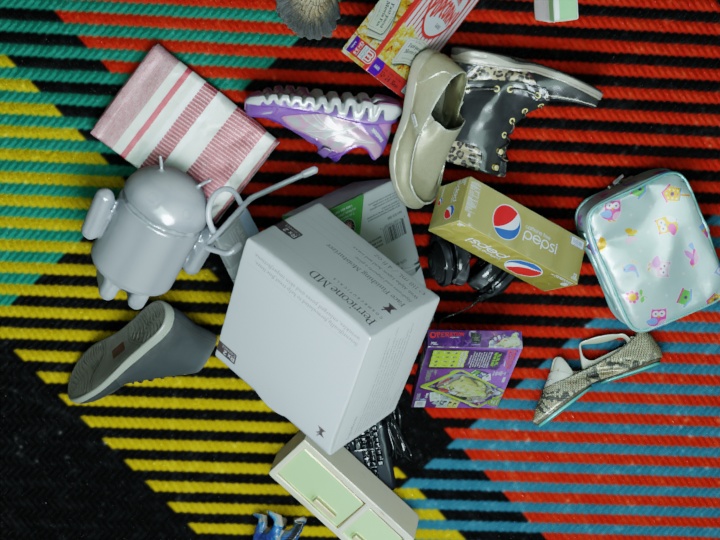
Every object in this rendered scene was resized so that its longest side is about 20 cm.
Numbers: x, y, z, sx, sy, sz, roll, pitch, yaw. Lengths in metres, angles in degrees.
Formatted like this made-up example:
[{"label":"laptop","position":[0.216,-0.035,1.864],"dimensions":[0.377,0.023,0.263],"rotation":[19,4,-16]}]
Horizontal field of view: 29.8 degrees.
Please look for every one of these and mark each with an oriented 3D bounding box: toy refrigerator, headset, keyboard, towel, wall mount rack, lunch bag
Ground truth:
[{"label":"toy refrigerator","position":[-0.021,0.301,1.804],"dimensions":[0.200,0.070,0.076],"rotation":[44,111,-8]},{"label":"headset","position":[0.147,-0.001,1.748],"dimensions":[0.123,0.094,0.200],"rotation":[17,87,-14]},{"label":"keyboard","position":[0.009,0.207,1.816],"dimensions":[0.104,0.040,0.200],"rotation":[-11,103,-1]},{"label":"towel","position":[-0.224,-0.173,1.731],"dimensions":[0.200,0.023,0.144],"rotation":[38,97,-11]},{"label":"wall mount rack","position":[-0.109,-0.036,1.721],"dimensions":[0.174,0.074,0.200],"rotation":[-49,134,-31]},{"label":"lunch bag","position":[0.374,-0.029,1.771],"dimensions":[0.160,0.077,0.200],"rotation":[-24,102,3]}]

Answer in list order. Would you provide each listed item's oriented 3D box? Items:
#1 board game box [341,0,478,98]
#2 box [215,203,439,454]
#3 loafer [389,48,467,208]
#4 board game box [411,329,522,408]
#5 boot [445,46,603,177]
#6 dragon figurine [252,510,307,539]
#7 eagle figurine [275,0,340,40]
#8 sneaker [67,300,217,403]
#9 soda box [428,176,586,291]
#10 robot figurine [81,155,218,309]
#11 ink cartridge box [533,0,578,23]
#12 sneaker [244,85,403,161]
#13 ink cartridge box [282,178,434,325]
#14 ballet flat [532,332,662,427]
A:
[{"label":"board game box","position":[0.076,-0.317,1.653],"dimensions":[0.046,0.151,0.200],"rotation":[40,98,18]},{"label":"box","position":[-0.043,0.067,1.586],"dimensions":[0.199,0.131,0.200],"rotation":[38,133,22]},{"label":"loafer","position":[0.088,-0.171,1.678],"dimensions":[0.076,0.068,0.200],"rotation":[-10,112,-45]},{"label":"board game box","position":[0.133,0.129,1.741],"dimensions":[0.120,0.200,0.032],"rotation":[5,62,-2]},{"label":"boot","position":[0.195,-0.194,1.726],"dimensions":[0.200,0.073,0.151],"rotation":[15,99,-3]},{"label":"dragon figurine","position":[-0.112,0.373,1.793],"dimensions":[0.059,0.200,0.100],"rotation":[16,71,-27]},{"label":"eagle figurine","position":[-0.046,-0.394,1.645],"dimensions":[0.151,0.152,0.200],"rotation":[-27,98,-18]},{"label":"sneaker","position":[-0.285,0.127,1.764],"dimensions":[0.200,0.075,0.106],"rotation":[-35,136,23]},{"label":"soda box","position":[0.186,-0.044,1.706],"dimensions":[0.200,0.068,0.064],"rotation":[27,67,-27]},{"label":"robot figurine","position":[-0.263,-0.049,1.694],"dimensions":[0.169,0.113,0.200],"rotation":[19,116,-30]},{"label":"ink cartridge box","position":[0.237,-0.373,1.627],"dimensions":[0.048,0.200,0.146],"rotation":[-5,102,0]},{"label":"sneaker","position":[-0.049,-0.184,1.714],"dimensions":[0.200,0.081,0.089],"rotation":[6,109,-6]},{"label":"ink cartridge box","position":[0.000,0.000,1.712],"dimensions":[0.147,0.083,0.200],"rotation":[-27,108,-42]},{"label":"ballet flat","position":[0.305,0.134,1.814],"dimensions":[0.200,0.068,0.075],"rotation":[-27,80,-3]}]
